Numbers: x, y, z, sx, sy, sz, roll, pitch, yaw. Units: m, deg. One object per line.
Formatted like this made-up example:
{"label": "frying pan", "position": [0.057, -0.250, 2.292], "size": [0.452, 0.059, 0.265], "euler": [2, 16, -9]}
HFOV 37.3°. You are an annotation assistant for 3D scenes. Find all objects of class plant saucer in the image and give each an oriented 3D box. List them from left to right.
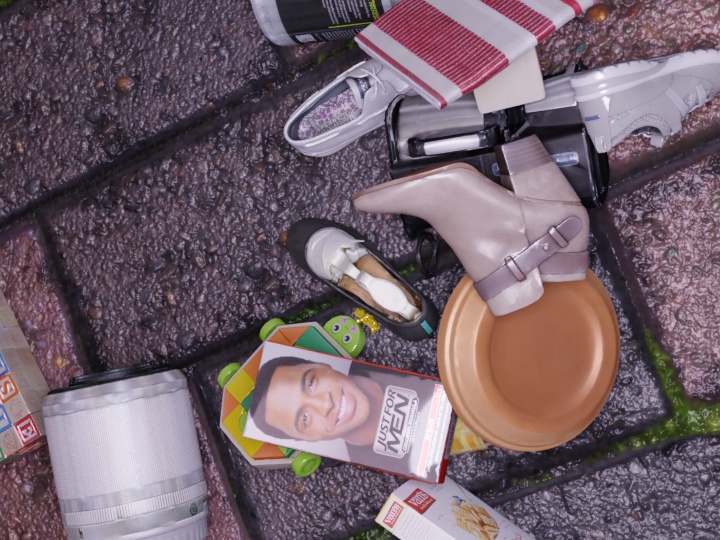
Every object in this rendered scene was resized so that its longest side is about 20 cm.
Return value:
{"label": "plant saucer", "position": [0.170, 0.075, 1.024], "size": [0.199, 0.037, 0.201], "euler": [0, 90, -22]}

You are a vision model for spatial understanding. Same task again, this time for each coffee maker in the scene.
{"label": "coffee maker", "position": [0.143, -0.098, 1.059], "size": [0.199, 0.135, 0.193], "euler": [-5, 126, 20]}

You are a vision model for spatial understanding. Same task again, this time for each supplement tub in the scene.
{"label": "supplement tub", "position": [-0.005, -0.301, 1.097], "size": [0.199, 0.122, 0.123], "euler": [-1, 91, 19]}

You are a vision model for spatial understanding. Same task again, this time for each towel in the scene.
{"label": "towel", "position": [0.110, -0.225, 0.933], "size": [0.200, 0.023, 0.144], "euler": [-36, 47, -9]}

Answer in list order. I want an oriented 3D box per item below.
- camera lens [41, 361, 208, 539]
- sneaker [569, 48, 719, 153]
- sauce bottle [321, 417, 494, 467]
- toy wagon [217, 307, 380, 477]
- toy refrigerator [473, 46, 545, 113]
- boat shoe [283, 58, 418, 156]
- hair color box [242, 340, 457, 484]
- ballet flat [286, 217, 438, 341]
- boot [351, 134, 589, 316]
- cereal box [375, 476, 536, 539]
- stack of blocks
{"label": "camera lens", "position": [-0.256, 0.208, 1.176], "size": [0.159, 0.160, 0.201], "euler": [-12, 87, 19]}
{"label": "sneaker", "position": [0.276, -0.156, 0.987], "size": [0.075, 0.199, 0.082], "euler": [7, 109, 62]}
{"label": "sauce bottle", "position": [0.052, 0.170, 1.118], "size": [0.199, 0.066, 0.066], "euler": [-15, 86, 23]}
{"label": "toy wagon", "position": [-0.062, 0.115, 1.142], "size": [0.200, 0.040, 0.155], "euler": [-48, 57, 0]}
{"label": "toy refrigerator", "position": [0.125, -0.245, 1.014], "size": [0.070, 0.076, 0.201], "euler": [-12, 46, 12]}
{"label": "boat shoe", "position": [0.005, -0.187, 1.123], "size": [0.199, 0.068, 0.072], "euler": [-24, 83, 18]}
{"label": "hair color box", "position": [-0.006, 0.140, 1.058], "size": [0.199, 0.061, 0.102], "euler": [10, 82, 13]}
{"label": "ballet flat", "position": [0.000, 0.000, 1.128], "size": [0.200, 0.068, 0.068], "euler": [34, 86, 15]}
{"label": "boot", "position": [0.106, -0.031, 0.962], "size": [0.199, 0.070, 0.147], "euler": [-16, 97, 6]}
{"label": "cereal box", "position": [0.123, 0.274, 1.052], "size": [0.200, 0.144, 0.040], "euler": [34, 102, 15]}
{"label": "stack of blocks", "position": [-0.455, 0.134, 1.298], "size": [0.115, 0.059, 0.201], "euler": [-32, 81, 17]}
